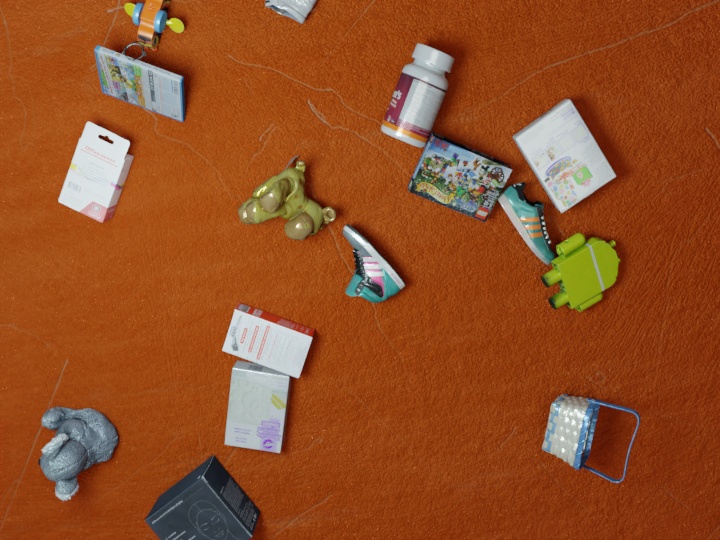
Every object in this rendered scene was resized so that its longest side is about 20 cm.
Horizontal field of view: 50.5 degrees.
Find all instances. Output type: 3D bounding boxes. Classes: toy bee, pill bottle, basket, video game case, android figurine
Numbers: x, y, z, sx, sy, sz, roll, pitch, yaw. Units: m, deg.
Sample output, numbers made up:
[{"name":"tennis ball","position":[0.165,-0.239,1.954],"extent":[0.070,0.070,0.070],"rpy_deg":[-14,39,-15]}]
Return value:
[{"name":"toy bee","position":[-0.469,-0.540,1.682],"extent":[0.130,0.109,0.201],"rpy_deg":[38,77,2]},{"name":"pill bottle","position":[0.127,-0.382,1.670],"extent":[0.108,0.110,0.203],"rpy_deg":[21,102,-2]},{"name":"basket","position":[0.540,0.382,1.789],"extent":[0.197,0.138,0.180],"rpy_deg":[20,105,30]},{"name":"video game case","position":[-0.485,-0.412,1.691],"extent":[0.197,0.144,0.018],"rpy_deg":[20,62,-1]},{"name":"android figurine","position":[0.510,0.003,1.747],"extent":[0.198,0.041,0.184],"rpy_deg":[-31,114,-8]}]

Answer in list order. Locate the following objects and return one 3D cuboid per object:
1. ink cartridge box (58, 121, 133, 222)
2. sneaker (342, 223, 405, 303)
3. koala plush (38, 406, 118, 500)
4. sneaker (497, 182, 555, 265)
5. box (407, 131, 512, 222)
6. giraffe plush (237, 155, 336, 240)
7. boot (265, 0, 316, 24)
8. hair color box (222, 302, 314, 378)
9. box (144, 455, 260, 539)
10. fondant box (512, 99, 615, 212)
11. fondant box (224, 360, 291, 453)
[{"name":"ink cartridge box","position":[-0.603,-0.230,1.762],"extent":[0.115,0.068,0.203],"rpy_deg":[25,104,-3]},{"name":"sneaker","position":[0.000,0.000,1.777],"extent":[0.121,0.084,0.200],"rpy_deg":[-42,98,1]},{"name":"koala plush","position":[-0.701,0.439,1.844],"extent":[0.180,0.200,0.181],"rpy_deg":[-6,102,4]},{"name":"sneaker","position":[0.395,-0.108,1.735],"extent":[0.079,0.071,0.201],"rpy_deg":[-34,97,14]},{"name":"box","position":[0.221,-0.207,1.709],"extent":[0.197,0.038,0.138],"rpy_deg":[20,114,-12]},{"name":"giraffe plush","position":[-0.154,-0.138,1.734],"extent":[0.200,0.172,0.163],"rpy_deg":[-47,110,-23]},{"name":"boot","position":[-0.189,-0.620,1.652],"extent":[0.198,0.074,0.097],"rpy_deg":[30,95,-5]},{"name":"hair color box","position":[-0.220,0.167,1.831],"extent":[0.197,0.064,0.113],"rpy_deg":[20,104,-3]},{"name":"box","position":[-0.391,0.614,1.905],"extent":[0.199,0.124,0.198],"rpy_deg":[-36,100,10]},{"name":"fondant box","position":[0.453,-0.255,1.700],"extent":[0.143,0.058,0.202],"rpy_deg":[-33,98,9]},{"name":"fondant box","position":[-0.250,0.334,1.871],"extent":[0.141,0.058,0.204],"rpy_deg":[8,104,1]}]
